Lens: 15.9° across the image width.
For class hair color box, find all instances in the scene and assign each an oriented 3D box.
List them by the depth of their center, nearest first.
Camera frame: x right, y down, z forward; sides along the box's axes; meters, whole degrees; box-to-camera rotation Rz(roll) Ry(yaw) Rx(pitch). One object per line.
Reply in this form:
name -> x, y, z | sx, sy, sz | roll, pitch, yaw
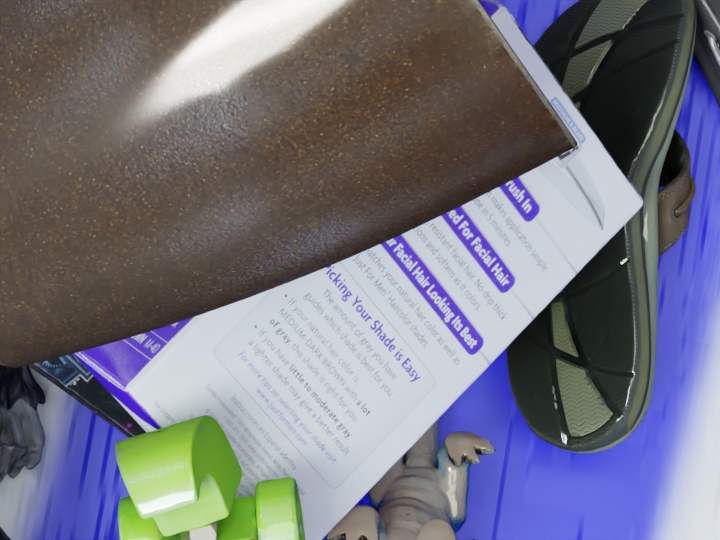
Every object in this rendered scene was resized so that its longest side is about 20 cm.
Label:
hair color box -> 0.000, 0.000, 0.973 | 0.200, 0.065, 0.109 | -44, 122, -9

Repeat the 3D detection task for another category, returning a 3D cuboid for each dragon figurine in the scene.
dragon figurine -> 0.020, 0.113, 1.026 | 0.059, 0.100, 0.200 | 7, 41, 5

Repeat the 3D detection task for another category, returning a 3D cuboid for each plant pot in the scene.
plant pot -> -0.061, -0.061, 0.861 | 0.200, 0.187, 0.187 | -35, 85, 6

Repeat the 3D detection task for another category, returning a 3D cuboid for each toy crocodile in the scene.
toy crocodile -> -0.050, 0.138, 0.930 | 0.067, 0.062, 0.200 | -6, 118, 1

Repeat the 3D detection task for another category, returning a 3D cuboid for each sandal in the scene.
sandal -> 0.101, -0.024, 1.059 | 0.080, 0.057, 0.201 | 1, 79, 38

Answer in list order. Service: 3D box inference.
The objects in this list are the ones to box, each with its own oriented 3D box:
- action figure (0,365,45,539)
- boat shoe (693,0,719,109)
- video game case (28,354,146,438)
action figure -> -0.180, 0.048, 1.008 | 0.119, 0.102, 0.200 | 1, 43, -11
boat shoe -> 0.171, -0.099, 1.072 | 0.067, 0.057, 0.200 | -35, 85, -7
video game case -> -0.065, -0.042, 0.980 | 0.181, 0.036, 0.200 | 39, 84, -35
